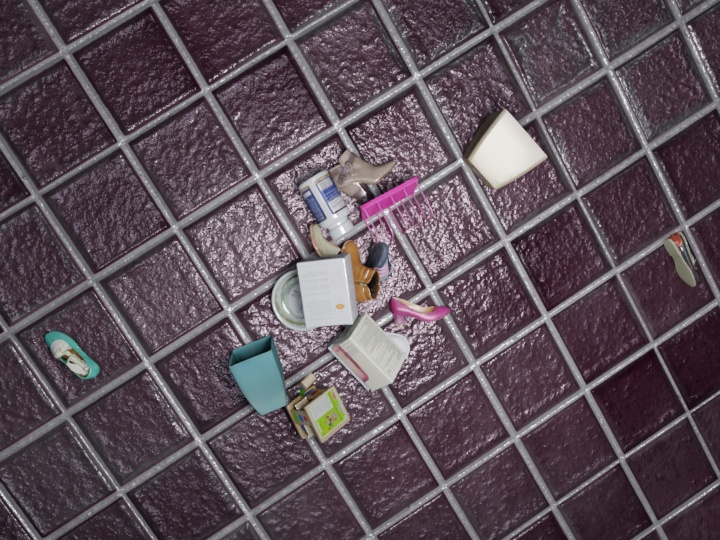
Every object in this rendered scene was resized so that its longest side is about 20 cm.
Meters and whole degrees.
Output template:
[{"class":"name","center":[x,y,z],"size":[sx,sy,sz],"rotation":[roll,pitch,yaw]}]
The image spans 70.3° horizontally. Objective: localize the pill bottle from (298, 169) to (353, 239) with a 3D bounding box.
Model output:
[{"class":"pill bottle","center":[-0.104,-0.205,1.623],"size":[0.110,0.111,0.202],"rotation":[-31,98,-3]}]

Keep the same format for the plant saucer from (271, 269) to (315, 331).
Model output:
[{"class":"plant saucer","center":[-0.188,0.093,1.662],"size":[0.196,0.050,0.204],"rotation":[0,98,3]}]

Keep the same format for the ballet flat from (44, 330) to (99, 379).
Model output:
[{"class":"ballet flat","center":[-0.903,0.263,1.590],"size":[0.200,0.070,0.067],"rotation":[43,89,-8]}]

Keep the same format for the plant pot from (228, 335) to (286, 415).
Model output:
[{"class":"plant pot","center":[-0.314,0.344,1.636],"size":[0.139,0.141,0.203],"rotation":[-20,104,-5]}]

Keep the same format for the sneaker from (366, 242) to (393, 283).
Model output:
[{"class":"sneaker","center":[0.073,-0.024,1.637],"size":[0.081,0.201,0.071],"rotation":[-3,59,-16]}]

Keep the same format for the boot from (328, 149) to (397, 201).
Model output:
[{"class":"boot","center":[0.001,-0.330,1.648],"size":[0.200,0.070,0.146],"rotation":[-43,96,-2]}]

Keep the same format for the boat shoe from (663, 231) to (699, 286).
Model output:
[{"class":"boat shoe","center":[1.149,-0.039,1.810],"size":[0.062,0.071,0.202],"rotation":[-30,94,-6]}]

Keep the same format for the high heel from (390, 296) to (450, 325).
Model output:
[{"class":"high heel","center":[0.199,0.120,1.711],"size":[0.196,0.067,0.098],"rotation":[-8,107,7]}]

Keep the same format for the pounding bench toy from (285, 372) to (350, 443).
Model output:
[{"class":"pounding bench toy","center":[-0.158,0.424,1.643],"size":[0.124,0.155,0.202],"rotation":[-31,99,-36]}]

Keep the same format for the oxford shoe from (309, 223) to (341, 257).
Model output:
[{"class":"oxford shoe","center":[-0.098,-0.067,1.641],"size":[0.073,0.071,0.202],"rotation":[-27,88,20]}]

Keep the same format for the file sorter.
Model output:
[{"class":"file sorter","center":[0.115,-0.178,1.624],"size":[0.198,0.139,0.127],"rotation":[-28,82,-4]}]

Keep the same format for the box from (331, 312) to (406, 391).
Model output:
[{"class":"box","center":[0.028,0.259,1.625],"size":[0.200,0.109,0.128],"rotation":[47,44,-9]}]

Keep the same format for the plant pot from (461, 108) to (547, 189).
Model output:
[{"class":"plant pot","center":[0.441,-0.373,1.640],"size":[0.200,0.200,0.177],"rotation":[44,100,-8]}]

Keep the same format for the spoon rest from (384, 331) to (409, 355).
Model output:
[{"class":"spoon rest","center":[0.079,0.232,1.709],"size":[0.199,0.061,0.100],"rotation":[39,90,-8]}]

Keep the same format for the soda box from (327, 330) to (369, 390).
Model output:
[{"class":"soda box","center":[-0.020,0.300,1.701],"size":[0.068,0.064,0.200],"rotation":[-43,99,-1]}]

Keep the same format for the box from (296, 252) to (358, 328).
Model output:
[{"class":"box","center":[-0.098,0.061,1.566],"size":[0.150,0.106,0.204],"rotation":[-6,99,10]}]

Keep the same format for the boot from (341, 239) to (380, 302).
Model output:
[{"class":"boot","center":[0.000,0.000,1.621],"size":[0.076,0.155,0.204],"rotation":[3,87,-30]}]
